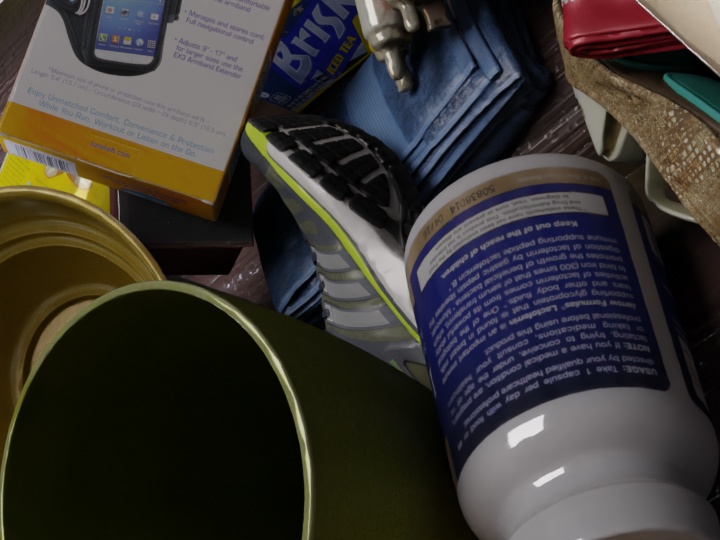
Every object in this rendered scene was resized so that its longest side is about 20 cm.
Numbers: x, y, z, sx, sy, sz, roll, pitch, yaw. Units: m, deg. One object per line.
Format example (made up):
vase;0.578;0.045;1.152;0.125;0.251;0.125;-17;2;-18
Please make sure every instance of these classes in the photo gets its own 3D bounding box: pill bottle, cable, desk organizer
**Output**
pill bottle;0.091;0.057;1.169;0.116;0.115;0.201;-44;41;33
cable;-0.002;-0.192;1.344;0.097;0.050;0.201;105;144;-66
desk organizer;-0.101;-0.101;1.439;0.077;0.071;0.201;126;143;-73

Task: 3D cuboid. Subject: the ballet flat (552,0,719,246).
ballet flat;0.134;-0.069;1.220;0.200;0.070;0.066;-126;48;-55

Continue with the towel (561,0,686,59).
towel;0.161;-0.190;1.216;0.144;0.022;0.201;-5;65;16

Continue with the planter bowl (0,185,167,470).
planter bowl;-0.155;0.057;1.387;0.199;0.083;0.202;0;91;25

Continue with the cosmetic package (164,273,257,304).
cosmetic package;-0.060;0.082;1.410;0.200;0.074;0.102;37;105;57

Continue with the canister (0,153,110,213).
canister;-0.146;-0.085;1.604;0.148;0.086;0.201;36;105;55

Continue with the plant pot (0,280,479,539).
plant pot;-0.026;0.105;1.207;0.186;0.199;0.188;-5;82;40

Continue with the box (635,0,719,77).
box;0.177;-0.116;1.099;0.200;0.095;0.078;48;115;31

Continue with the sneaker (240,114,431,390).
sneaker;0.000;0.000;1.324;0.200;0.074;0.081;51;126;26

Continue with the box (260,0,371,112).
box;-0.003;-0.167;1.455;0.200;0.070;0.065;-36;48;40

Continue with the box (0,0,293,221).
box;-0.098;-0.138;1.385;0.041;0.118;0.201;97;-168;-74

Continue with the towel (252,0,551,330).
towel;0.014;-0.065;1.399;0.200;0.048;0.112;-50;38;28
